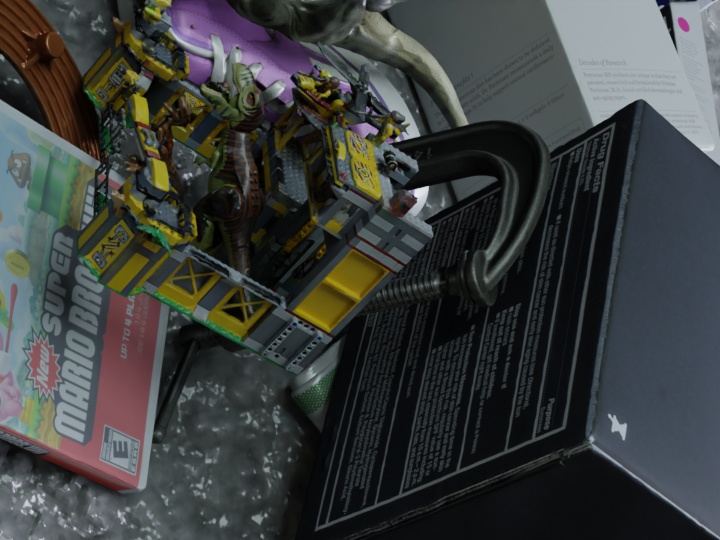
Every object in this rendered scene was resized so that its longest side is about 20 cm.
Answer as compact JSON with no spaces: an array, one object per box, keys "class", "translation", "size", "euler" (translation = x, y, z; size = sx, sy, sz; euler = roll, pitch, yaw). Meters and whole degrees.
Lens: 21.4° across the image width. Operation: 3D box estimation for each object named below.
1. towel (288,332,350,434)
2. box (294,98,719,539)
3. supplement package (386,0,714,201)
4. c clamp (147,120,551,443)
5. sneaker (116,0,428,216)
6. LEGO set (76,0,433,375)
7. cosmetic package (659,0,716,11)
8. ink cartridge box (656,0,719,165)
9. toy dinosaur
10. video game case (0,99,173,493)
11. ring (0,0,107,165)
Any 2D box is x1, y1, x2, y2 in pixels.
[{"class":"towel","translation":[0.055,0.108,1.028],"size":[0.200,0.031,0.149],"euler":[56,44,-5]},{"class":"box","translation":[0.091,0.059,0.921],"size":[0.123,0.198,0.201],"euler":[35,49,-25]},{"class":"supplement package","translation":[0.106,-0.138,1.156],"size":[0.117,0.117,0.201],"euler":[-5,71,-45]},{"class":"c clamp","translation":[0.000,0.000,0.924],"size":[0.027,0.199,0.171],"euler":[56,27,-36]},{"class":"sneaker","translation":[-0.056,-0.093,1.013],"size":[0.201,0.073,0.114],"euler":[51,44,9]},{"class":"LEGO set","translation":[-0.045,-0.060,0.872],"size":[0.154,0.116,0.200],"euler":[35,26,-20]},{"class":"cosmetic package","translation":[0.242,-0.266,1.394],"size":[0.113,0.081,0.200],"euler":[51,43,-7]},{"class":"ink cartridge box","translation":[0.181,-0.100,1.221],"size":[0.037,0.095,0.201],"euler":[22,52,-32]},{"class":"toy dinosaur","translation":[-0.011,-0.144,0.974],"size":[0.199,0.088,0.048],"euler":[24,30,-18]},{"class":"video game case","translation":[-0.154,0.001,0.836],"size":[0.200,0.017,0.144],"euler":[33,54,-48]},{"class":"ring","translation":[-0.174,-0.048,0.854],"size":[0.200,0.019,0.201],"euler":[19,66,-53]}]
